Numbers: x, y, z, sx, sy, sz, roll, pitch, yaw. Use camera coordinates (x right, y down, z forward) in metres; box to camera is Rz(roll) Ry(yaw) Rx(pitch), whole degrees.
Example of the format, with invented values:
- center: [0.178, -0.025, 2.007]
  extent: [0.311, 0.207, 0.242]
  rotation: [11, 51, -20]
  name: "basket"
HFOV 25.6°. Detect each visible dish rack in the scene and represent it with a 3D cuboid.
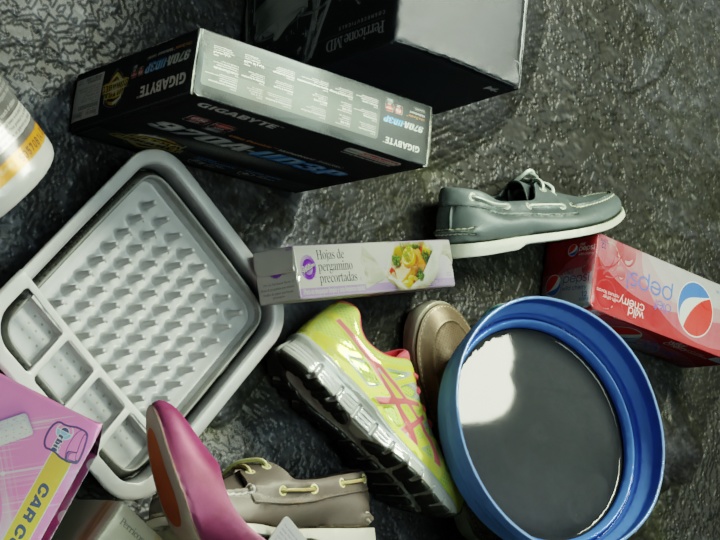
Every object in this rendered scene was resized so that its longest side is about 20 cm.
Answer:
- center: [-0.156, 0.036, 1.079]
  extent: [0.172, 0.043, 0.200]
  rotation: [53, 56, -20]
  name: "dish rack"

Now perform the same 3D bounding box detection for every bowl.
- center: [0.145, 0.121, 1.217]
  extent: [0.199, 0.039, 0.202]
  rotation: [12, 65, -28]
  name: "bowl"

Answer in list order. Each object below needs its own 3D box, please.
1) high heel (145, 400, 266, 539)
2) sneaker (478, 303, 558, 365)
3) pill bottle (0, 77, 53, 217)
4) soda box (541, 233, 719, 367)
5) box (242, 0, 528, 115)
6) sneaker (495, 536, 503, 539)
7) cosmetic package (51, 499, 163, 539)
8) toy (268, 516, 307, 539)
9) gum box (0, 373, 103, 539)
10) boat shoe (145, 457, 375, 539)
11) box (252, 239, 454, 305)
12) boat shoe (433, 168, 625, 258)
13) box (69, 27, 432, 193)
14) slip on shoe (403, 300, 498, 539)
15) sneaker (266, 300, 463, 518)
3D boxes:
- center: [-0.066, 0.164, 1.017]
  extent: [0.095, 0.067, 0.201]
  rotation: [-24, 90, -21]
  name: "high heel"
- center: [0.166, 0.116, 1.315]
  extent: [0.091, 0.077, 0.202]
  rotation: [-19, 98, -43]
  name: "sneaker"
- center: [-0.284, -0.113, 0.946]
  extent: [0.116, 0.116, 0.201]
  rotation: [-49, 114, -33]
  name: "pill bottle"
- center: [0.250, 0.029, 1.400]
  extent: [0.199, 0.063, 0.071]
  rotation: [19, 72, -37]
  name: "soda box"
- center: [0.018, -0.219, 1.156]
  extent: [0.123, 0.199, 0.198]
  rotation: [13, 75, -35]
  name: "box"
- center: [0.109, 0.289, 1.165]
  extent: [0.201, 0.090, 0.076]
  rotation: [-63, 152, -27]
  name: "sneaker"
- center: [-0.190, 0.254, 1.002]
  extent: [0.105, 0.071, 0.201]
  rotation: [47, 58, -25]
  name: "cosmetic package"
- center: [-0.085, 0.277, 1.062]
  extent: [0.115, 0.047, 0.200]
  rotation: [55, 53, -30]
  name: "toy"
- center: [-0.250, 0.160, 0.940]
  extent: [0.113, 0.066, 0.201]
  rotation: [27, 65, -1]
  name: "gum box"
- center: [-0.068, 0.164, 1.117]
  extent: [0.199, 0.072, 0.060]
  rotation: [11, 71, -42]
  name: "boat shoe"
- center: [0.000, 0.000, 1.185]
  extent: [0.199, 0.041, 0.039]
  rotation: [-4, 85, -52]
  name: "box"
- center: [0.143, -0.053, 1.319]
  extent: [0.199, 0.073, 0.062]
  rotation: [-12, 95, -35]
  name: "boat shoe"
- center: [-0.075, -0.104, 1.090]
  extent: [0.199, 0.158, 0.046]
  rotation: [14, 76, -38]
  name: "box"
- center: [0.091, 0.120, 1.258]
  extent: [0.076, 0.060, 0.202]
  rotation: [-15, 94, -39]
  name: "slip on shoe"
- center: [0.022, 0.104, 1.193]
  extent: [0.200, 0.078, 0.090]
  rotation: [51, 56, -21]
  name: "sneaker"
